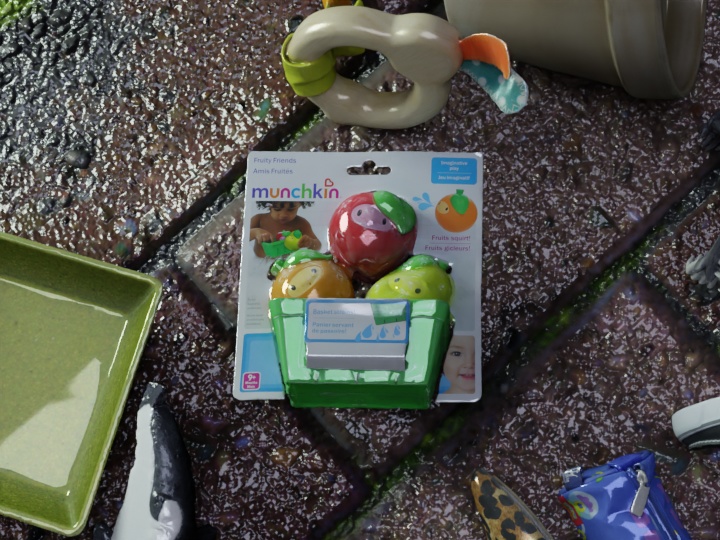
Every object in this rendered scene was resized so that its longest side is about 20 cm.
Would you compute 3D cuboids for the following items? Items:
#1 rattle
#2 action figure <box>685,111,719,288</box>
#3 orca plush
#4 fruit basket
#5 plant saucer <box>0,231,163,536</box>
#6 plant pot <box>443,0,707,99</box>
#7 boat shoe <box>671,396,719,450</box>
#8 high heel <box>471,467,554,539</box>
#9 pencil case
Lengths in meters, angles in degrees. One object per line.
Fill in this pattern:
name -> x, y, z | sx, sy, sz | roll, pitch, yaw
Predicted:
rattle -> 0.047, -0.185, 1.278 | 0.199, 0.131, 0.143 | -11, 34, 39
action figure -> 0.304, -0.027, 1.240 | 0.118, 0.102, 0.201 | 6, 51, -5
orca plush -> -0.144, 0.186, 1.261 | 0.105, 0.071, 0.202 | -21, 65, 45
fruit basket -> 0.000, 0.000, 1.267 | 0.184, 0.094, 0.202 | 1, 74, 4
plant saucer -> -0.267, 0.079, 1.287 | 0.198, 0.048, 0.201 | 16, 78, 7
plant pot -> 0.159, -0.228, 1.274 | 0.172, 0.200, 0.202 | 2, 77, 22
boat shoe -> 0.292, 0.109, 1.180 | 0.068, 0.200, 0.057 | -1, 78, -33
high heel -> 0.090, 0.255, 1.210 | 0.142, 0.071, 0.201 | -29, 86, -10
pencil case -> 0.214, 0.221, 1.206 | 0.078, 0.087, 0.201 | -21, 77, -24
